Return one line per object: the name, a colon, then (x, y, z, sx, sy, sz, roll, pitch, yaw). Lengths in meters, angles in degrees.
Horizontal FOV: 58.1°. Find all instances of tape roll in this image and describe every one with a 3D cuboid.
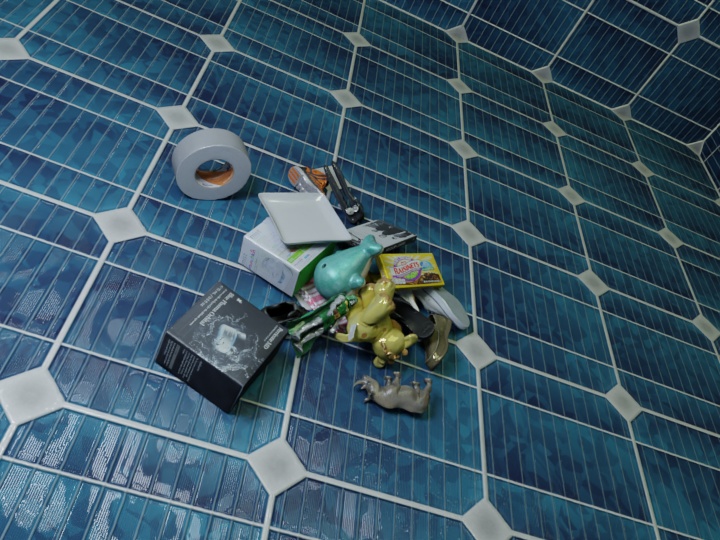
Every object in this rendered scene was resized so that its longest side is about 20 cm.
tape roll: (-0.392, -0.277, 1.711, 0.199, 0.201, 0.066, 0, 51, -31)

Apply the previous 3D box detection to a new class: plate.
plate: (-0.148, -0.131, 1.687, 0.199, 0.032, 0.200, -4, 46, -32)

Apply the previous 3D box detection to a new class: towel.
towel: (-0.070, 0.069, 1.698, 0.200, 0.030, 0.146, 44, 42, 14)

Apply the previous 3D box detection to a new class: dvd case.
dvd case: (0.047, -0.097, 1.877, 0.150, 0.025, 0.200, 25, 31, 33)

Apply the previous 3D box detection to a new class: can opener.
can opener: (-0.053, -0.230, 1.936, 0.201, 0.063, 0.079, 58, -1, -9)

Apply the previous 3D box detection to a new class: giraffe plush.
giraffe plush: (0.052, 0.144, 1.594, 0.162, 0.172, 0.201, 43, 47, -22)

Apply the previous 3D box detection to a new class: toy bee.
toy bee: (0.000, 0.000, 1.754, 0.200, 0.131, 0.109, 38, 78, -18)

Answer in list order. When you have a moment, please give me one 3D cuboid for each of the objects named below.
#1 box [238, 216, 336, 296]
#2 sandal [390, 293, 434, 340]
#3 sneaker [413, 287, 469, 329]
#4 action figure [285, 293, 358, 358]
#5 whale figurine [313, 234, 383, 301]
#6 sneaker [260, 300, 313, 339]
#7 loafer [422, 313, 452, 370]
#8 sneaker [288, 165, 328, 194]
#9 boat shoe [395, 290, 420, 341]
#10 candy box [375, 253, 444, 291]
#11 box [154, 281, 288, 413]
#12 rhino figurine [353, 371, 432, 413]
box: (-0.186, -0.058, 1.684, 0.176, 0.097, 0.200, 30, 40, 11)
sandal: (0.107, 0.104, 1.677, 0.200, 0.043, 0.076, 29, 65, 23)
sneaker: (0.221, 0.094, 1.818, 0.200, 0.071, 0.073, 47, 36, 2)
action figure: (-0.081, 0.115, 1.543, 0.055, 0.119, 0.200, 30, 53, 34)
whale figurine: (-0.036, -0.013, 1.629, 0.104, 0.200, 0.159, 38, 11, -39)
sneaker: (-0.156, 0.114, 1.547, 0.199, 0.100, 0.070, 0, 52, -30)
loafer: (0.192, 0.186, 1.713, 0.067, 0.076, 0.200, 28, 32, -3)
sneaker: (-0.121, -0.237, 1.927, 0.112, 0.078, 0.200, -15, 67, -49)
boat shoe: (0.118, 0.112, 1.745, 0.069, 0.071, 0.201, -5, 44, -9)
candy box: (0.133, 0.003, 1.743, 0.199, 0.026, 0.103, -3, 62, -39)
box: (-0.297, 0.162, 1.408, 0.200, 0.118, 0.197, 35, 41, 2)
rhino figurine: (0.078, 0.290, 1.549, 0.199, 0.060, 0.088, 13, 55, -16)
